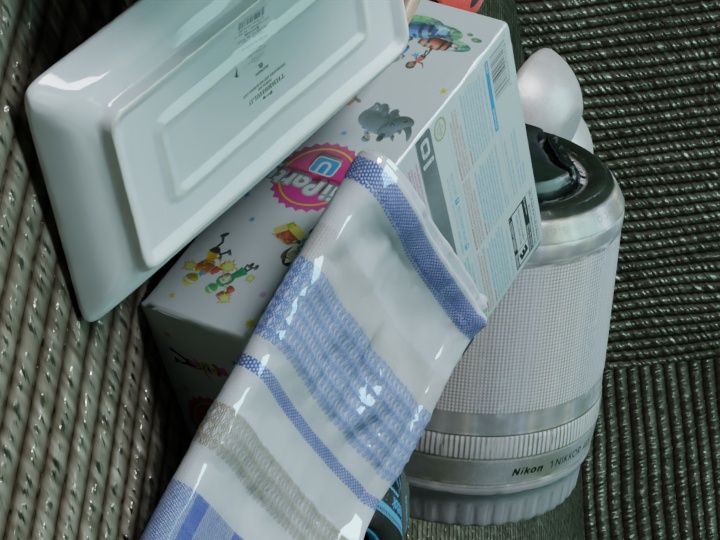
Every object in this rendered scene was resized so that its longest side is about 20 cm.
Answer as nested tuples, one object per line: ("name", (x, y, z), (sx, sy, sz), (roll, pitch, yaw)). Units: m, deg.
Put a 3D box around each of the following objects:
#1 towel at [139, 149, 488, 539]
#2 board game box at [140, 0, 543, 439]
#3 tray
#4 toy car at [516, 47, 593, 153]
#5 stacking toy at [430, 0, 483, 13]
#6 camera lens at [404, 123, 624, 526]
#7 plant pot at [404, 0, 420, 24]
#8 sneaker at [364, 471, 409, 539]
("towel", (-0.015, 0.064, 0.985), (0.200, 0.024, 0.147), (-61, 149, -17))
("board game box", (0.000, 0.000, 1.060), (0.200, 0.064, 0.148), (-53, 148, -30))
("tray", (-0.042, -0.074, 0.904), (0.200, 0.022, 0.108), (-43, 138, -34))
("toy car", (0.041, -0.080, 1.505), (0.150, 0.175, 0.200), (-59, 163, -10))
("stacking toy", (0.035, -0.181, 1.200), (0.146, 0.200, 0.146), (49, -2, 3))
("camera lens", (0.062, 0.023, 1.372), (0.160, 0.159, 0.201), (-78, 173, -66))
("plant pot", (-0.048, -0.174, 0.977), (0.201, 0.092, 0.201), (-24, 119, -57))
("sneaker", (-0.009, 0.087, 1.219), (0.082, 0.073, 0.200), (-81, 162, -56))
